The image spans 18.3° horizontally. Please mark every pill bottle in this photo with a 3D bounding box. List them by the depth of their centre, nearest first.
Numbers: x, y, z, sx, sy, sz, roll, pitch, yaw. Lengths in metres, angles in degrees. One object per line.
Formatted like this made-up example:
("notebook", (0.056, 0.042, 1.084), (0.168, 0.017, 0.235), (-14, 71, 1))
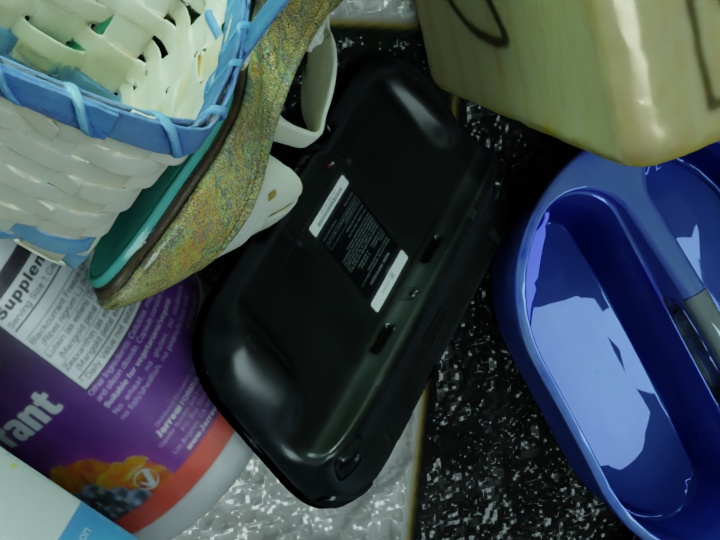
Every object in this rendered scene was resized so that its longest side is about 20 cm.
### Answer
("pill bottle", (-0.137, 0.016, 0.895), (0.200, 0.111, 0.112), (39, 90, -25))

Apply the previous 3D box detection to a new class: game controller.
("game controller", (0.000, 0.000, 0.930), (0.104, 0.042, 0.200), (45, 49, -18))

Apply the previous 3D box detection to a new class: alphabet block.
("alphabet block", (0.127, -0.179, 0.890), (0.195, 0.195, 0.201), (-20, 110, -15))

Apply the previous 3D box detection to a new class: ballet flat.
("ballet flat", (-0.047, -0.056, 0.884), (0.071, 0.071, 0.201), (37, 49, -25))

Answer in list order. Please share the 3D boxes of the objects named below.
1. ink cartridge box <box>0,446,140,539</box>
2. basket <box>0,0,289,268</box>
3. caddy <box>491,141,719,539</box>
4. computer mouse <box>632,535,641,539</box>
("ink cartridge box", (-0.185, 0.093, 0.852), (0.199, 0.144, 0.085), (34, 74, -12))
("basket", (-0.112, -0.112, 0.771), (0.176, 0.140, 0.200), (25, 133, -19))
("caddy", (0.144, 0.032, 0.984), (0.141, 0.105, 0.201), (-30, 97, -9))
("computer mouse", (0.185, 0.105, 1.081), (0.200, 0.044, 0.110), (-48, 120, -8))
